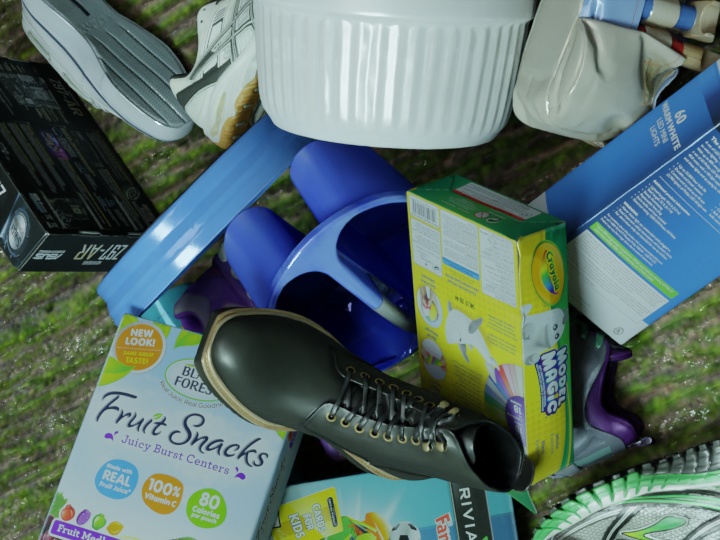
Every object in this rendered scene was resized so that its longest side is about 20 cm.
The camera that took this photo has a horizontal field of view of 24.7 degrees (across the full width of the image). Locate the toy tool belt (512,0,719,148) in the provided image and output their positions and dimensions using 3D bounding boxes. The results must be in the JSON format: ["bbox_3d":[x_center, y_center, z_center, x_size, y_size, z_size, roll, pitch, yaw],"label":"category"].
[{"bbox_3d":[0.186,-0.174,1.082,0.125,0.122,0.202,30,104,66],"label":"toy tool belt"}]

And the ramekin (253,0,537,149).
[{"bbox_3d":[0.019,-0.149,1.128,0.198,0.199,0.107,13,107,31],"label":"ramekin"}]

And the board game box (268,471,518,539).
[{"bbox_3d":[0.014,0.216,1.151,0.197,0.047,0.153,-9,85,-8],"label":"board game box"}]

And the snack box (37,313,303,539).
[{"bbox_3d":[-0.126,0.145,1.102,0.141,0.053,0.202,15,71,13],"label":"snack box"}]

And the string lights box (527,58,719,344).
[{"bbox_3d":[0.209,-0.048,1.054,0.199,0.102,0.059,-38,32,26],"label":"string lights box"}]

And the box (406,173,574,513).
[{"bbox_3d":[0.086,0.050,1.075,0.117,0.048,0.202,29,129,49],"label":"box"}]

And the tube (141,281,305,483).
[{"bbox_3d":[-0.108,0.108,1.297,0.077,0.050,0.202,-34,81,37],"label":"tube"}]

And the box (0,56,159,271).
[{"bbox_3d":[-0.259,-0.088,1.318,0.044,0.160,0.201,-45,70,22],"label":"box"}]

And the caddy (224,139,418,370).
[{"bbox_3d":[0.000,0.000,1.140,0.141,0.200,0.105,-44,57,8],"label":"caddy"}]

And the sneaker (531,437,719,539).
[{"bbox_3d":[0.202,0.166,1.082,0.198,0.078,0.086,-23,80,30],"label":"sneaker"}]

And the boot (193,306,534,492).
[{"bbox_3d":[0.007,0.081,1.035,0.138,0.199,0.078,6,73,53],"label":"boot"}]

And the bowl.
[{"bbox_3d":[-0.117,-0.039,1.206,0.039,0.201,0.201,44,115,-4],"label":"bowl"}]

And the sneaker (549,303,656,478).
[{"bbox_3d":[0.138,0.037,1.133,0.087,0.074,0.202,-19,92,20],"label":"sneaker"}]

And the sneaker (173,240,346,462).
[{"bbox_3d":[-0.073,0.072,1.236,0.088,0.081,0.201,-35,65,-6],"label":"sneaker"}]

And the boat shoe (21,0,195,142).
[{"bbox_3d":[-0.206,-0.168,1.347,0.200,0.073,0.067,49,143,19],"label":"boat shoe"}]

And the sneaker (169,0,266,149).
[{"bbox_3d":[-0.083,-0.195,1.253,0.087,0.075,0.201,39,109,21],"label":"sneaker"}]
